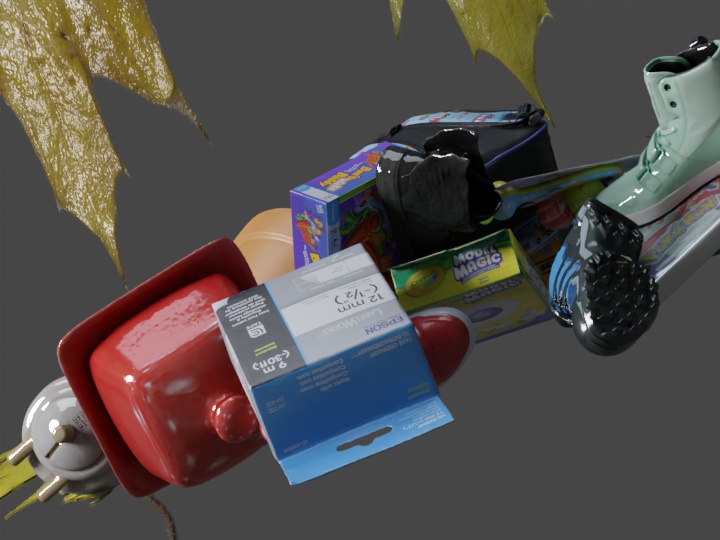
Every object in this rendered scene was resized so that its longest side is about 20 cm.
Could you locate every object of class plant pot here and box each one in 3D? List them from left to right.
[{"bbox_3d":[-0.082,0.056,1.685,0.199,0.201,0.140,-18,22,46],"label":"plant pot"}]

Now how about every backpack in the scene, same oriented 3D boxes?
[{"bbox_3d":[0.084,-0.081,1.626,0.182,0.136,0.199,-35,27,-27],"label":"backpack"}]

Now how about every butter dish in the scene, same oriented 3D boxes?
[{"bbox_3d":[-0.139,0.110,1.459,0.199,0.201,0.148,-32,33,-18],"label":"butter dish"}]

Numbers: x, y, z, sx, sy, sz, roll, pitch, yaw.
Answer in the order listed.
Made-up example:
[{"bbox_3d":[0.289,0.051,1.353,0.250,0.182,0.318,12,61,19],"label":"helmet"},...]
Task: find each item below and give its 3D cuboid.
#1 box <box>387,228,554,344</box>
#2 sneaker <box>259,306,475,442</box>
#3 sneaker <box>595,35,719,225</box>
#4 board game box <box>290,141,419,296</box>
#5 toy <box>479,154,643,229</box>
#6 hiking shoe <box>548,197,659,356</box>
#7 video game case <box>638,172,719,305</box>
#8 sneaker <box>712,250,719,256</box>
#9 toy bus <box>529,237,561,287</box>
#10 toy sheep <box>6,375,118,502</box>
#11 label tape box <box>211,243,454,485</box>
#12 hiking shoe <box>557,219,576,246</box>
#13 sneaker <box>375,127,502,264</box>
[{"bbox_3d":[0.103,0.018,1.475,0.116,0.049,0.200,-19,-22,12],"label":"box"},{"bbox_3d":[0.003,0.098,1.388,0.199,0.072,0.112,-30,-3,21],"label":"sneaker"},{"bbox_3d":[0.260,-0.123,1.409,0.200,0.118,0.074,-33,20,28],"label":"sneaker"},{"bbox_3d":[0.000,0.000,1.484,0.044,0.202,0.134,20,35,36],"label":"board game box"},{"bbox_3d":[0.189,-0.066,1.503,0.198,0.048,0.115,-7,-9,-33],"label":"toy"},{"bbox_3d":[0.194,0.024,1.320,0.087,0.074,0.201,-61,6,29],"label":"hiking shoe"},{"bbox_3d":[0.277,-0.047,1.425,0.200,0.023,0.182,-44,17,-3],"label":"video game case"},{"bbox_3d":[0.294,-0.033,1.511,0.108,0.070,0.200,-33,12,5],"label":"sneaker"},{"bbox_3d":[0.115,0.025,1.657,0.198,0.079,0.065,-23,4,-3],"label":"toy bus"},{"bbox_3d":[-0.291,0.172,1.678,0.137,0.139,0.200,-23,0,0],"label":"toy sheep"},{"bbox_3d":[-0.026,0.072,1.313,0.142,0.067,0.200,-21,32,-8],"label":"label tape box"},{"bbox_3d":[0.228,-0.055,1.888,0.074,0.088,0.200,-20,5,29],"label":"hiking shoe"},{"bbox_3d":[0.078,-0.052,1.424,0.103,0.201,0.060,9,56,27],"label":"sneaker"}]
